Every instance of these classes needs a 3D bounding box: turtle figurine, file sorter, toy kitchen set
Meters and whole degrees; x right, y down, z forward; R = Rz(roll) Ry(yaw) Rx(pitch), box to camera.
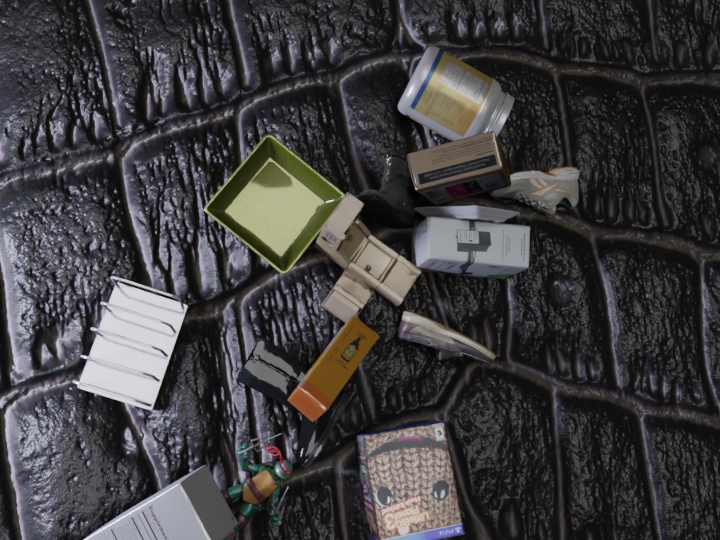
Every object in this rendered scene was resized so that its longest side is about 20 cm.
[{"bbox_3d":[-0.183,0.387,1.389,0.199,0.101,0.150,-39,73,1],"label":"turtle figurine"},{"bbox_3d":[-0.404,0.128,1.384,0.137,0.125,0.202,18,77,-6],"label":"file sorter"},{"bbox_3d":[0.000,0.000,1.451,0.199,0.180,0.164,35,77,-1],"label":"toy kitchen set"}]

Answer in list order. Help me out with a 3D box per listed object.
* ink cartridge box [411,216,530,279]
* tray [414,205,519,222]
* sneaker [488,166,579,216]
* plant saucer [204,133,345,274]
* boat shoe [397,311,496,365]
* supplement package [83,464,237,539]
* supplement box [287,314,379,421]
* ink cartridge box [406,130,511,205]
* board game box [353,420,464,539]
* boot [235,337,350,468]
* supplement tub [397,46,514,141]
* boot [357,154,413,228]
[{"bbox_3d":[0.207,-0.041,1.514,0.198,0.147,0.084,5,80,-8],"label":"ink cartridge box"},{"bbox_3d":[0.196,-0.105,1.489,0.106,0.199,0.022,4,91,-30],"label":"tray"},{"bbox_3d":[0.358,-0.154,1.601,0.198,0.076,0.093,-7,85,-10],"label":"sneaker"},{"bbox_3d":[-0.162,-0.124,1.513,0.199,0.048,0.201,39,76,-1],"label":"plant saucer"},{"bbox_3d":[0.163,0.142,1.514,0.198,0.072,0.065,25,89,-8],"label":"boat shoe"},{"bbox_3d":[-0.329,0.434,1.310,0.199,0.121,0.120,-31,85,8],"label":"supplement package"},{"bbox_3d":[-0.047,0.175,1.431,0.066,0.069,0.200,40,52,-1],"label":"supplement box"},{"bbox_3d":[0.192,-0.188,1.488,0.163,0.200,0.076,-14,83,15],"label":"ink cartridge box"},{"bbox_3d":[0.086,0.387,1.436,0.158,0.097,0.202,-8,81,-11],"label":"board game box"},{"bbox_3d":[-0.140,0.239,1.436,0.199,0.066,0.166,35,63,-8],"label":"boot"},{"bbox_3d":[0.189,-0.336,1.566,0.199,0.145,0.146,28,76,-4],"label":"supplement tub"},{"bbox_3d":[0.049,-0.162,1.501,0.067,0.200,0.132,-3,79,25],"label":"boot"}]
